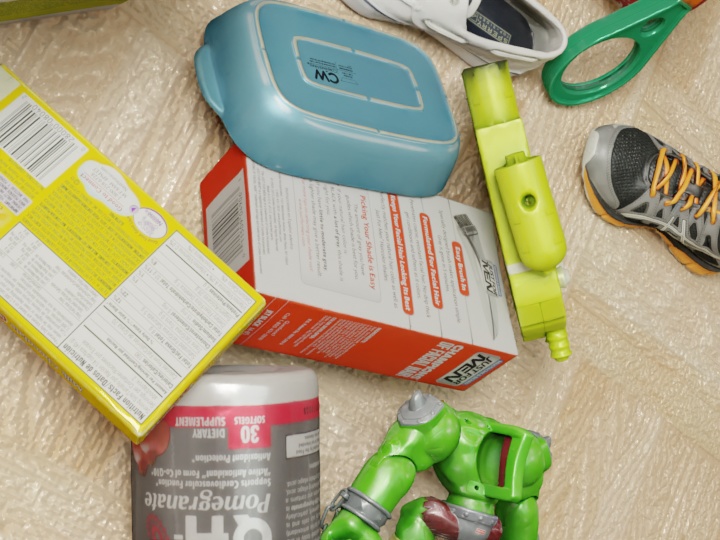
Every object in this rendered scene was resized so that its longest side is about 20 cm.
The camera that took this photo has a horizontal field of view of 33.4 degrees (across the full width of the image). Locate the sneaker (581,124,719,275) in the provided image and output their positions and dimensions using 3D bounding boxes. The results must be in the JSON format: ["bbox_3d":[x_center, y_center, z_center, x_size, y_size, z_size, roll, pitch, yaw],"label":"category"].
[{"bbox_3d":[0.254,-0.060,0.946,0.198,0.077,0.079,26,76,-30],"label":"sneaker"}]

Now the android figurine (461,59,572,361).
[{"bbox_3d":[0.107,-0.040,0.804,0.040,0.182,0.203,-15,96,6],"label":"android figurine"}]

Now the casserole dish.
[{"bbox_3d":[-0.010,-0.112,0.753,0.198,0.039,0.123,7,54,-37],"label":"casserole dish"}]

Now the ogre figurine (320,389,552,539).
[{"bbox_3d":[0.066,0.153,0.798,0.198,0.098,0.121,22,88,-20],"label":"ogre figurine"}]

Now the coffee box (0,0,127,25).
[{"bbox_3d":[-0.191,-0.229,0.570,0.198,0.197,0.203,-16,97,-34],"label":"coffee box"}]

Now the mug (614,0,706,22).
[{"bbox_3d":[0.187,-0.276,0.871,0.200,0.132,0.179,45,42,-29],"label":"mug"}]

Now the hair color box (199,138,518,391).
[{"bbox_3d":[0.000,0.000,0.754,0.198,0.064,0.112,15,53,-32],"label":"hair color box"}]

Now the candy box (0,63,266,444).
[{"bbox_3d":[-0.156,-0.012,0.637,0.200,0.026,0.102,42,66,5],"label":"candy box"}]

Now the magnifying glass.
[{"bbox_3d":[0.215,-0.186,0.863,0.079,0.199,0.023,12,51,-48],"label":"magnifying glass"}]

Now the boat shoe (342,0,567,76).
[{"bbox_3d":[0.061,-0.196,0.823,0.198,0.065,0.075,17,79,-33],"label":"boat shoe"}]

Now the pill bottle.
[{"bbox_3d":[-0.076,0.158,0.688,0.109,0.110,0.204,0,88,-34],"label":"pill bottle"}]
